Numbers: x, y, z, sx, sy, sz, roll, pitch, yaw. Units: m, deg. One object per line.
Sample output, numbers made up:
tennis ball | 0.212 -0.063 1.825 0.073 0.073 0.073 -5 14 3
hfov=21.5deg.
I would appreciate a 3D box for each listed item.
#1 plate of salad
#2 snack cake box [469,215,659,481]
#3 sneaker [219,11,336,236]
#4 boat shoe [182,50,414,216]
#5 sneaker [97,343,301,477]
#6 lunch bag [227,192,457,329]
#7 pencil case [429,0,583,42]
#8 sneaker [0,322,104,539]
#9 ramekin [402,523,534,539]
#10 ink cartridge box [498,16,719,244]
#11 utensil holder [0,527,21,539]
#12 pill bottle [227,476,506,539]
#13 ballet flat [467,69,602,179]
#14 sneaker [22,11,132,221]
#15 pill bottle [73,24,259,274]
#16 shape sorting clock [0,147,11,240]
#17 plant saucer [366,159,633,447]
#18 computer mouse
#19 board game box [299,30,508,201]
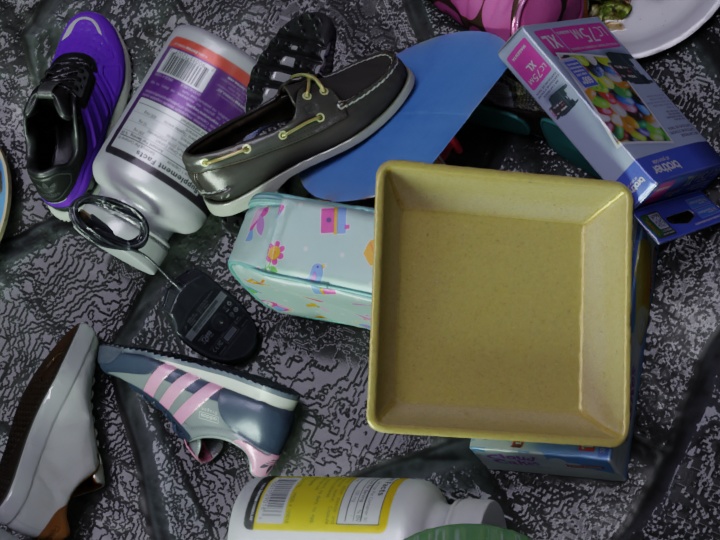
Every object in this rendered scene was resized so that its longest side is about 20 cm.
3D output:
plate of salad | 0.221 -0.271 1.606 0.199 0.048 0.201 -8 66 19
snack cake box | 0.161 0.057 1.488 0.114 0.067 0.201 3 71 21
sneaker | -0.058 -0.120 1.625 0.066 0.090 0.201 19 92 31
boat shoe | -0.049 -0.122 1.533 0.201 0.061 0.072 -34 34 -5
sneaker | -0.146 0.114 1.586 0.199 0.070 0.082 14 91 33
lunch bag | 0.000 0.000 1.524 0.199 0.160 0.077 11 79 18
pencil case | 0.101 -0.253 1.600 0.091 0.094 0.200 -41 48 -13
sneaker | -0.252 0.142 1.627 0.073 0.084 0.201 -30 35 49
ramekin | 0.078 0.279 1.362 0.199 0.201 0.098 -20 24 13
ink cartridge box | 0.209 -0.114 1.491 0.200 0.119 0.042 54 126 16
utensil holder | -0.282 0.304 1.509 0.199 0.170 0.170 26 80 30
pill bottle | 0.007 0.215 1.460 0.199 0.111 0.112 -1 69 21
ballet flat | 0.158 -0.134 1.564 0.200 0.072 0.072 26 81 27
sneaker | -0.261 -0.154 1.715 0.069 0.100 0.201 -3 69 18
pill bottle | -0.163 -0.102 1.651 0.111 0.111 0.201 26 81 28
shape sorting clock | -0.412 -0.053 1.770 0.199 0.039 0.201 -8 67 18
plant saucer | 0.100 0.028 1.409 0.199 0.048 0.201 5 80 -12
computer mouse | -0.166 0.007 1.598 0.200 0.034 0.059 44 76 -11
board game box | 0.043 -0.114 1.541 0.158 0.039 0.200 6 50 49
